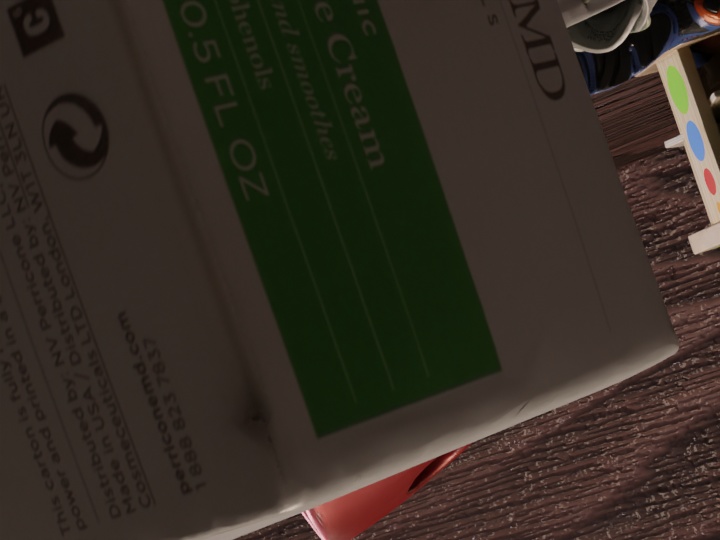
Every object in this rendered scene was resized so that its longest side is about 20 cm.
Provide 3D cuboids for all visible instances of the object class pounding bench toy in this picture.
[{"bbox_3d":[0.269,-0.113,1.718,0.124,0.156,0.200,-18,177,-10],"label":"pounding bench toy"}]

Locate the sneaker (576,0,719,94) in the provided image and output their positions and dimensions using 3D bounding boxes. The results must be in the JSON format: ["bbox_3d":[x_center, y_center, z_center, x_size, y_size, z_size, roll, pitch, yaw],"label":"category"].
[{"bbox_3d":[0.127,-0.128,1.340,0.200,0.075,0.078,-17,180,-20],"label":"sneaker"}]

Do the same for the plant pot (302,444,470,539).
[{"bbox_3d":[0.000,0.000,1.282,0.182,0.201,0.200,-37,178,-4],"label":"plant pot"}]

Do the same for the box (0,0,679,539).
[{"bbox_3d":[-0.060,-0.023,0.743,0.200,0.199,0.171,-22,177,41],"label":"box"}]

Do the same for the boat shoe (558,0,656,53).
[{"bbox_3d":[0.096,-0.126,1.187,0.073,0.067,0.200,-21,177,30],"label":"boat shoe"}]
